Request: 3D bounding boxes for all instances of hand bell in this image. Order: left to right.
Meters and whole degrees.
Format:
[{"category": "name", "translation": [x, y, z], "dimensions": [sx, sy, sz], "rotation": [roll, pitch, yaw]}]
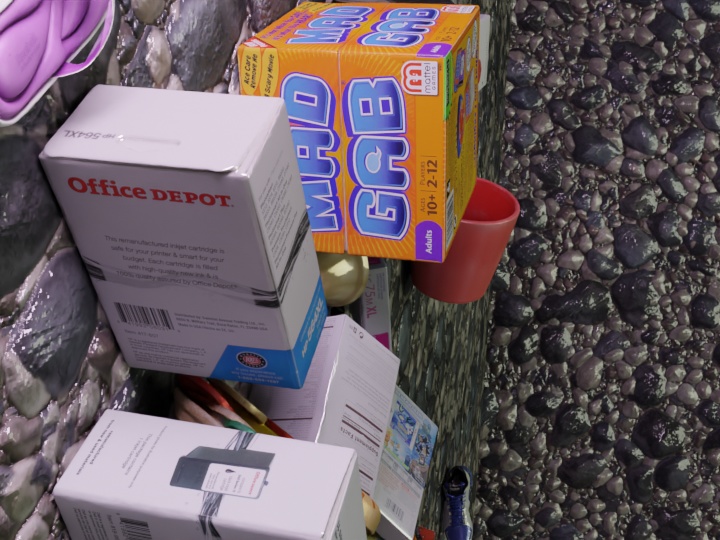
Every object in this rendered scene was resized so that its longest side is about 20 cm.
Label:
[{"category": "hand bell", "translation": [-0.080, 0.026, 0.957], "dimensions": [0.200, 0.103, 0.106], "rotation": [-39, 133, -55]}]

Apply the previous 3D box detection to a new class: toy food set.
[{"category": "toy food set", "translation": [-0.077, 0.152, 0.789], "dimensions": [0.049, 0.197, 0.200], "rotation": [-51, -174, -11]}]

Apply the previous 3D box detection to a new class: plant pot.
[{"category": "plant pot", "translation": [0.171, -0.053, 1.692], "dimensions": [0.201, 0.197, 0.180], "rotation": [-60, 161, -58]}]

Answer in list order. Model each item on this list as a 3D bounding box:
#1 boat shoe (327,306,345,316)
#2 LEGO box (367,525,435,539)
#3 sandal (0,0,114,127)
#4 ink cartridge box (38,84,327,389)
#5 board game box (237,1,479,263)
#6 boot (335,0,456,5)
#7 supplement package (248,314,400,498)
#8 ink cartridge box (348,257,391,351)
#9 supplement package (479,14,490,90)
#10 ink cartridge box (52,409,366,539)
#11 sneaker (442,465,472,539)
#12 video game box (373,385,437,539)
[{"category": "boat shoe", "translation": [-0.037, 0.042, 1.131], "dimensions": [0.073, 0.061, 0.203], "rotation": [38, 58, -69]}, {"category": "LEGO box", "translation": [0.002, 0.417, 1.227], "dimensions": [0.201, 0.147, 0.078], "rotation": [-69, 174, -48]}, {"category": "sandal", "translation": [-0.171, -0.157, 0.563], "dimensions": [0.083, 0.049, 0.205], "rotation": [77, 23, -51]}, {"category": "ink cartridge box", "translation": [-0.111, -0.020, 0.657], "dimensions": [0.085, 0.144, 0.202], "rotation": [-69, 159, -43]}, {"category": "board game box", "translation": [0.009, -0.149, 0.968], "dimensions": [0.200, 0.197, 0.203], "rotation": [-59, 150, -59]}, {"category": "boot", "translation": [0.040, -0.246, 1.109], "dimensions": [0.073, 0.203, 0.156], "rotation": [-18, 123, -36]}, {"category": "supplement package", "translation": [-0.048, 0.164, 0.979], "dimensions": [0.109, 0.113, 0.203], "rotation": [41, 53, -42]}, {"category": "ink cartridge box", "translation": [0.000, 0.000, 1.155], "dimensions": [0.201, 0.041, 0.121], "rotation": [-113, -163, -58]}, {"category": "supplement package", "translation": [0.139, -0.353, 1.559], "dimensions": [0.200, 0.118, 0.123], "rotation": [-50, 144, -65]}, {"category": "ink cartridge box", "translation": [-0.097, 0.190, 0.679], "dimensions": [0.083, 0.197, 0.148], "rotation": [-65, 156, -49]}, {"category": "sneaker", "translation": [0.239, 0.583, 2.396], "dimensions": [0.115, 0.079, 0.202], "rotation": [56, 35, -62]}, {"category": "video game box", "translation": [0.014, 0.225, 1.248], "dimensions": [0.200, 0.046, 0.184], "rotation": [47, 43, -26]}]
